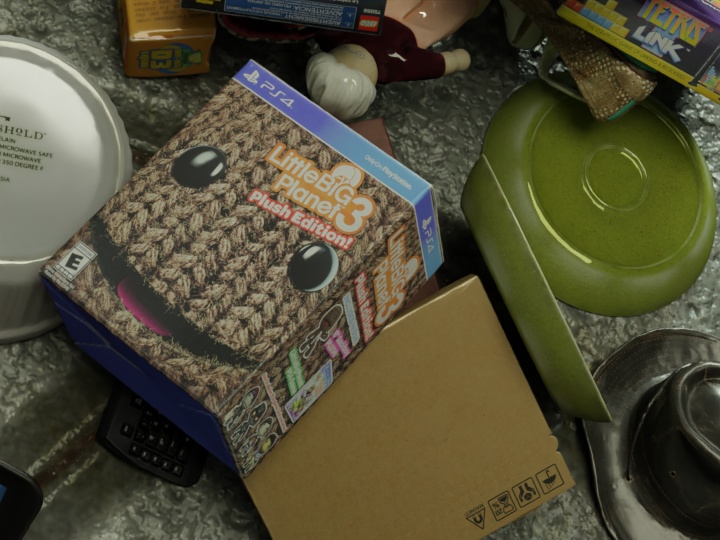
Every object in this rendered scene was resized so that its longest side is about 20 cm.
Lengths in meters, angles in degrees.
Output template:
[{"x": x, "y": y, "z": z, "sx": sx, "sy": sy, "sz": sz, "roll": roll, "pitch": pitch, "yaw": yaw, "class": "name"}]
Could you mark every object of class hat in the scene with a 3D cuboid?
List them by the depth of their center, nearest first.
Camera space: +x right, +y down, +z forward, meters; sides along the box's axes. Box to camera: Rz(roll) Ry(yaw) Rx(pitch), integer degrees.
[{"x": 0.257, "y": 0.126, "z": 1.424, "sx": 0.199, "sy": 0.081, "sz": 0.202, "roll": 8, "pitch": 68, "yaw": -20, "class": "hat"}]

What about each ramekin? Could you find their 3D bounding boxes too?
[{"x": -0.240, "y": -0.060, "z": 1.295, "sx": 0.201, "sy": 0.094, "sz": 0.204, "roll": 7, "pitch": 68, "yaw": -18, "class": "ramekin"}]

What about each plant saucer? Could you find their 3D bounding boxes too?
[{"x": 0.114, "y": 0.018, "z": 1.356, "sx": 0.031, "sy": 0.200, "sz": 0.201, "roll": -26, "pitch": 79, "yaw": 3, "class": "plant saucer"}, {"x": 0.187, "y": -0.065, "z": 1.500, "sx": 0.199, "sy": 0.031, "sz": 0.201, "roll": 8, "pitch": 68, "yaw": -19, "class": "plant saucer"}]

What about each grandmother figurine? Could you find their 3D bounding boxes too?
[{"x": 0.018, "y": -0.168, "z": 1.423, "sx": 0.121, "sy": 0.061, "sz": 0.200, "roll": 12, "pitch": 36, "yaw": 23, "class": "grandmother figurine"}]

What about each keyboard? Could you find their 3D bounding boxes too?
[{"x": -0.121, "y": 0.036, "z": 1.333, "sx": 0.104, "sy": 0.040, "sz": 0.201, "roll": 24, "pitch": 62, "yaw": -15, "class": "keyboard"}]

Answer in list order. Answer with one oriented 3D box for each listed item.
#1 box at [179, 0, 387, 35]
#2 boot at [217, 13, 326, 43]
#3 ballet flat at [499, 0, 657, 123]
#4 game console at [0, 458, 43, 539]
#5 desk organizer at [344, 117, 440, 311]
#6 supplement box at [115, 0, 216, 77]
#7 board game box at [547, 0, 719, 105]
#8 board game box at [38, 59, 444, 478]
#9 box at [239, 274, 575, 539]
[{"x": -0.047, "y": -0.248, "z": 1.363, "sx": 0.136, "sy": 0.040, "sz": 0.201, "roll": 8, "pitch": 47, "yaw": -5, "class": "box"}, {"x": -0.016, "y": -0.226, "z": 1.425, "sx": 0.202, "sy": 0.074, "sz": 0.154, "roll": 0, "pitch": 45, "yaw": -9, "class": "boot"}, {"x": 0.145, "y": -0.182, "z": 1.498, "sx": 0.070, "sy": 0.065, "sz": 0.200, "roll": 16, "pitch": 29, "yaw": -44, "class": "ballet flat"}, {"x": -0.317, "y": 0.167, "z": 1.164, "sx": 0.199, "sy": 0.119, "sz": 0.173, "roll": 29, "pitch": 62, "yaw": -8, "class": "game console"}, {"x": 0.000, "y": 0.000, "z": 1.379, "sx": 0.077, "sy": 0.072, "sz": 0.201, "roll": -11, "pitch": 75, "yaw": -27, "class": "desk organizer"}, {"x": -0.146, "y": -0.241, "z": 1.412, "sx": 0.068, "sy": 0.067, "sz": 0.201, "roll": -7, "pitch": 71, "yaw": -11, "class": "supplement box"}, {"x": 0.220, "y": -0.202, "z": 1.483, "sx": 0.199, "sy": 0.057, "sz": 0.166, "roll": 25, "pitch": 23, "yaw": -23, "class": "board game box"}, {"x": -0.072, "y": -0.003, "z": 1.258, "sx": 0.159, "sy": 0.097, "sz": 0.200, "roll": 35, "pitch": 70, "yaw": 23, "class": "board game box"}, {"x": 0.023, "y": 0.118, "z": 1.304, "sx": 0.199, "sy": 0.021, "sz": 0.164, "roll": -28, "pitch": 103, "yaw": -8, "class": "box"}]
